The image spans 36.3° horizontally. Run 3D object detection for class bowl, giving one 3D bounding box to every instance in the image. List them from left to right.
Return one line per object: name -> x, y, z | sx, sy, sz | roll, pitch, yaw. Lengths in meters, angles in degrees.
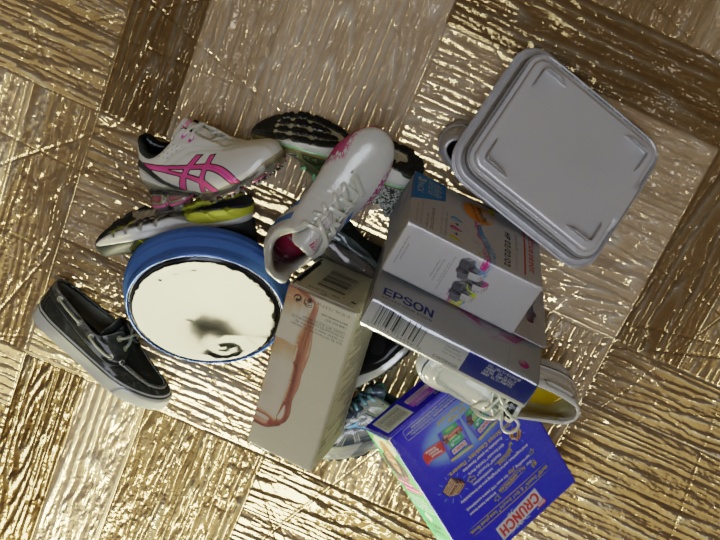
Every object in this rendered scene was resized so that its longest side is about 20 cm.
bowl -> -0.178, 0.035, 1.266 | 0.196, 0.040, 0.203 | 1, 136, 1

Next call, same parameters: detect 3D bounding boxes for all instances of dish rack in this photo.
dish rack -> 0.213, -0.120, 1.159 | 0.199, 0.043, 0.173 | 37, 82, -9

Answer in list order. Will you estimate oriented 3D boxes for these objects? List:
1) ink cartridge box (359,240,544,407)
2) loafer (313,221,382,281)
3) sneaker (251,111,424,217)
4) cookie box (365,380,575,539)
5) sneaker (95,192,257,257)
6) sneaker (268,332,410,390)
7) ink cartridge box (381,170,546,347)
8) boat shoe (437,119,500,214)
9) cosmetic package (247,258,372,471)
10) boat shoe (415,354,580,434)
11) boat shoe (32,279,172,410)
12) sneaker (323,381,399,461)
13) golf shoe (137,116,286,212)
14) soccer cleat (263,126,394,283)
ink cartridge box -> 0.106, 0.034, 1.185 | 0.194, 0.201, 0.044 | 26, 123, -5
loafer -> 0.000, 0.000, 1.259 | 0.199, 0.072, 0.063 | 41, 110, 1
sneaker -> -0.032, -0.110, 1.221 | 0.196, 0.077, 0.090 | 19, 121, 2
cookie box -> 0.130, 0.217, 1.285 | 0.170, 0.075, 0.202 | -36, 106, -15
sneaker -> -0.211, -0.030, 1.269 | 0.196, 0.075, 0.086 | -10, 111, 11
sneaker -> -0.021, 0.089, 1.294 | 0.198, 0.070, 0.090 | -33, 108, 20
ink cartridge box -> 0.127, -0.012, 1.162 | 0.197, 0.116, 0.068 | 26, 121, -9
boat shoe -> 0.165, -0.085, 1.205 | 0.198, 0.066, 0.074 | 33, 111, -7
cosmetic package -> -0.049, 0.103, 1.219 | 0.086, 0.103, 0.203 | 22, 112, 12
boat shoe -> 0.156, 0.135, 1.196 | 0.199, 0.087, 0.075 | 17, 121, -25
boat shoe -> -0.304, 0.091, 1.331 | 0.199, 0.071, 0.064 | 38, 112, -7
sneaker -> 0.002, 0.176, 1.332 | 0.196, 0.078, 0.088 | -1, 105, -2
golf shoe -> -0.171, -0.123, 1.202 | 0.197, 0.073, 0.094 | -8, 111, 33
soccer cleat -> -0.033, -0.062, 1.160 | 0.069, 0.087, 0.200 | 34, 119, -17
